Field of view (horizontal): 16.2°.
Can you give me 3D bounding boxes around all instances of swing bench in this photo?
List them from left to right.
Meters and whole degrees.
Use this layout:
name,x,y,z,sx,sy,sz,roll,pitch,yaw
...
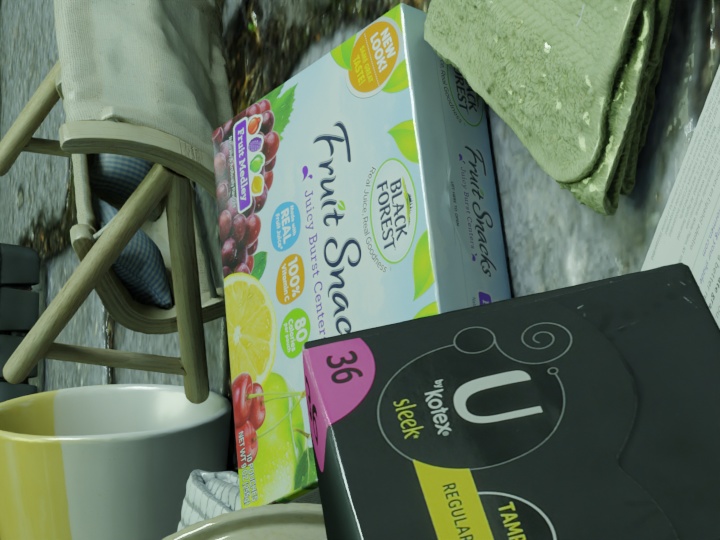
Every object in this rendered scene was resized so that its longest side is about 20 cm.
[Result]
name,x,y,z,sx,sy,sz,roll,pitch,yaw
swing bench,-0.135,-0.065,1.474,0.199,0.130,0.200,-101,23,-45

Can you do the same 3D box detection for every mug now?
name,x,y,z,sx,sy,sz,roll,pitch,yaw
mug,-0.164,0.155,1.505,0.149,0.187,0.153,-23,-68,-63

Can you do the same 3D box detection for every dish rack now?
name,x,y,z,sx,sy,sz,roll,pitch,yaw
dish rack,-0.302,0.059,2.072,0.200,0.055,0.153,163,109,-70

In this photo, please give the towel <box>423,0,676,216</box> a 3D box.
name,x,y,z,sx,sy,sz,roll,pitch,yaw
towel,0.079,-0.124,1.032,0.200,0.036,0.148,-123,41,-60

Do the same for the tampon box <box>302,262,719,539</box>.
name,x,y,z,sx,sy,sz,roll,pitch,yaw
tampon box,0.064,0.128,0.767,0.150,0.126,0.200,-109,9,-51

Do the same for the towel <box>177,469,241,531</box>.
name,x,y,z,sx,sy,sz,roll,pitch,yaw
towel,-0.035,0.193,1.245,0.200,0.086,0.166,-161,79,-69

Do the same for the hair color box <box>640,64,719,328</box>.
name,x,y,z,sx,sy,sz,roll,pitch,yaw
hair color box,0.155,0.022,0.751,0.200,0.065,0.109,-108,27,-49

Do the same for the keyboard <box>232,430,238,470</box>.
name,x,y,z,sx,sy,sz,roll,pitch,yaw
keyboard,-0.051,0.011,1.411,0.127,0.021,0.200,154,117,-75

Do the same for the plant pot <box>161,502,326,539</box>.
name,x,y,z,sx,sy,sz,roll,pitch,yaw
plant pot,-0.021,0.220,0.968,0.183,0.200,0.200,-104,23,-67

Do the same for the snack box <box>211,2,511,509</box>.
name,x,y,z,sx,sy,sz,roll,pitch,yaw
snack box,0.000,0.000,1.148,0.142,0.053,0.200,-30,56,39
